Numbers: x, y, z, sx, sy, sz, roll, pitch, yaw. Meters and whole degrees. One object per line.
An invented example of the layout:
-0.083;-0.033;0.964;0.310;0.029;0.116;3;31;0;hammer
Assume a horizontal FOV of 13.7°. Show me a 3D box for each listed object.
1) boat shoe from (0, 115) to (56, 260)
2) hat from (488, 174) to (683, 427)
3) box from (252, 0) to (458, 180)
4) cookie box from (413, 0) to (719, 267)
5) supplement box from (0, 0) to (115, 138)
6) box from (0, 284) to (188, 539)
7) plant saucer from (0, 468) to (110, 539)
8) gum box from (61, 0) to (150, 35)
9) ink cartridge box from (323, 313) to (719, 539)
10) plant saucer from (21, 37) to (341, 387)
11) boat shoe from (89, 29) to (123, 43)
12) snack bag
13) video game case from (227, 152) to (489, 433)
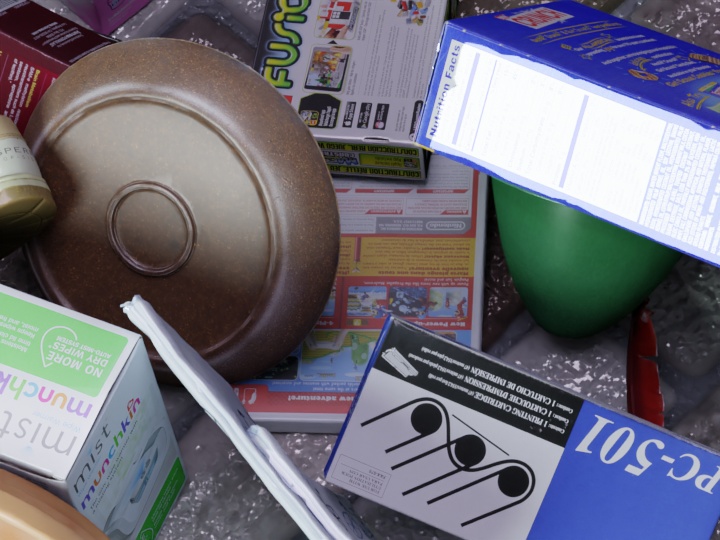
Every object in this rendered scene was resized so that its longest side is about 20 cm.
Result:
-0.249;-0.021;1.668;0.200;0.074;0.066;-29;68;31;boat shoe
0.117;0.025;1.674;0.165;0.176;0.200;13;18;-1;hat
-0.001;-0.146;1.763;0.110;0.035;0.200;5;55;9;box
0.155;-0.075;1.588;0.200;0.171;0.075;23;109;22;cookie box
-0.161;-0.075;1.698;0.200;0.109;0.061;28;26;14;supplement box
-0.211;0.080;1.592;0.200;0.177;0.097;19;65;16;box
-0.191;0.155;1.537;0.200;0.200;0.037;17;55;14;plant saucer
-0.204;-0.248;1.808;0.066;0.114;0.200;-41;65;-16;gum box
0.090;0.104;1.572;0.200;0.044;0.094;22;92;-3;ink cartridge box
-0.108;-0.026;1.637;0.200;0.201;0.034;20;22;16;plant saucer
-0.221;-0.124;1.777;0.200;0.069;0.057;14;30;17;boat shoe
-0.035;0.106;1.549;0.021;0.189;0.200;-41;68;-1;snack bag
0.000;0.000;1.705;0.143;0.017;0.200;1;61;6;video game case
